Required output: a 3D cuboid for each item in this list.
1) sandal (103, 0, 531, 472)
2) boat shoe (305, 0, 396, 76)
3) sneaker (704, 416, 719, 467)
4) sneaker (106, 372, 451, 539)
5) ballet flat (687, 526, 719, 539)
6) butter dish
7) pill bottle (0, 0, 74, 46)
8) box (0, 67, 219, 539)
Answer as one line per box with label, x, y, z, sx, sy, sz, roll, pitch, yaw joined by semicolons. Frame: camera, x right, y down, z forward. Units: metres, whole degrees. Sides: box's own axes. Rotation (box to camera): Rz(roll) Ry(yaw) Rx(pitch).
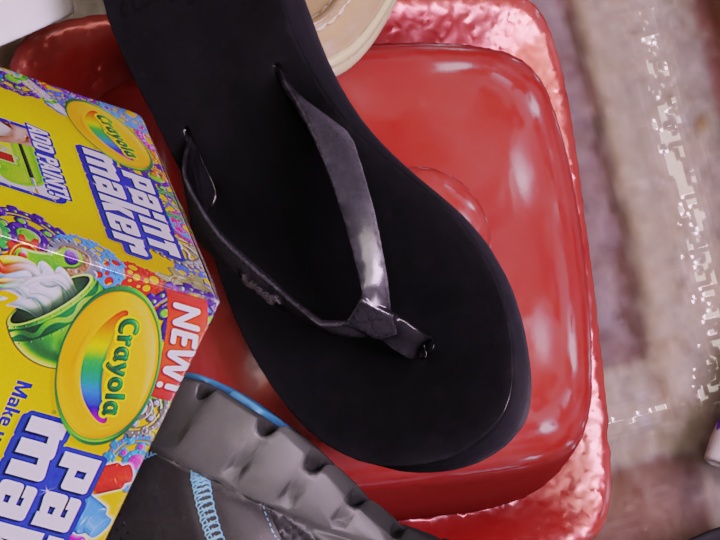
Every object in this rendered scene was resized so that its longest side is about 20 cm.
sandal;-0.023;-0.024;0.877;0.076;0.043;0.201;-39;71;17
boat shoe;-0.009;-0.156;0.948;0.072;0.065;0.201;11;67;6
sneaker;0.161;0.001;1.042;0.146;0.080;0.200;-39;100;-22
sneaker;0.010;0.113;0.878;0.199;0.073;0.082;32;88;7
ballet flat;0.079;0.134;0.992;0.199;0.073;0.073;-20;88;-36
butter dish;0.000;0.000;0.960;0.199;0.148;0.201;-5;84;-18
pill bottle;-0.164;-0.160;0.946;0.112;0.112;0.201;-25;98;-18
box;-0.174;0.037;0.852;0.192;0.122;0.201;17;112;-24
